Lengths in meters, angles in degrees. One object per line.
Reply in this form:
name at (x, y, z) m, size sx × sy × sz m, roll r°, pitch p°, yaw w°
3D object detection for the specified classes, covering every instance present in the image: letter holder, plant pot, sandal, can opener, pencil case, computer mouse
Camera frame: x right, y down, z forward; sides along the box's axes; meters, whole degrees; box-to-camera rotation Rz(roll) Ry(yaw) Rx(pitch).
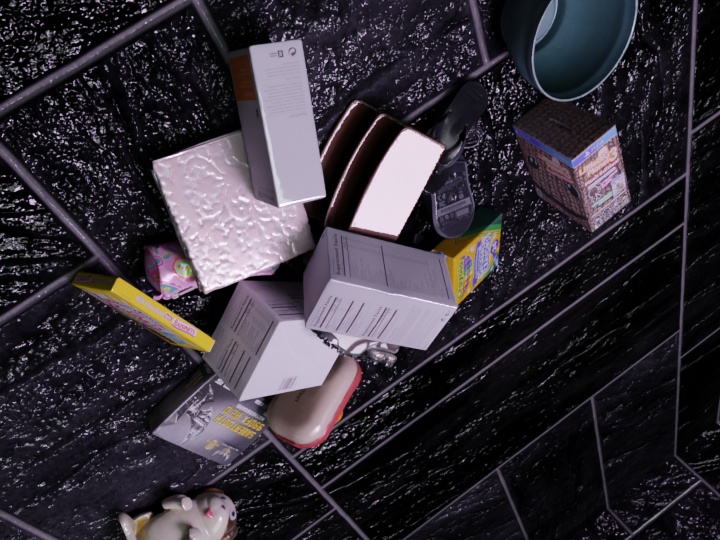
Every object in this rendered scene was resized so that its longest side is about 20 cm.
letter holder at (0.011, -0.141, 0.985) m, size 0.142 × 0.101 × 0.200 m, roll 20°, pitch 107°, yaw -28°
plant pot at (0.303, -0.382, 0.994) m, size 0.200 × 0.134 × 0.201 m, roll -18°, pitch 130°, yaw -22°
sandal at (0.144, -0.219, 1.042) m, size 0.076 × 0.043 × 0.200 m, roll 27°, pitch 91°, yaw -22°
can opener at (0.064, -0.040, 1.158) m, size 0.063 × 0.079 × 0.200 m, roll -22°, pitch 144°, yaw 37°
pencil case at (-0.220, -0.014, 0.955) m, size 0.200 × 0.087 × 0.088 m, roll -15°, pitch 130°, yaw -28°
computer mouse at (0.152, -0.155, 1.131) m, size 0.138 × 0.053 × 0.200 m, roll -19°, pitch 119°, yaw -19°

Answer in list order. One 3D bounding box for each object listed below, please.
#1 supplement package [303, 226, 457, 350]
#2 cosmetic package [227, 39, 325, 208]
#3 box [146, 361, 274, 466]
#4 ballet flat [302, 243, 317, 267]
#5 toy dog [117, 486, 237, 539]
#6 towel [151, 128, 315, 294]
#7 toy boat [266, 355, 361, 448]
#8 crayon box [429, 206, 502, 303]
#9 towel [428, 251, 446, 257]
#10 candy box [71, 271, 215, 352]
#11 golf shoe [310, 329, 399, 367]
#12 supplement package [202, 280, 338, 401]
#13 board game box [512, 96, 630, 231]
supplement package at (0.025, 0.029, 0.961) m, size 0.200 × 0.114 × 0.110 m, roll 13°, pitch 132°, yaw -19°
cosmetic package at (-0.110, -0.191, 0.842) m, size 0.071 × 0.101 × 0.200 m, roll -17°, pitch 109°, yaw -23°
box at (-0.258, 0.260, 1.166) m, size 0.158 × 0.048 × 0.200 m, roll -43°, pitch 135°, yaw 1°
ballet flat at (0.000, 0.000, 1.088) m, size 0.200 × 0.072 × 0.068 m, roll 9°, pitch 127°, yaw -19°
toy dog at (-0.337, 0.508, 1.243) m, size 0.200 × 0.140 × 0.194 m, roll -22°, pitch 145°, yaw -19°
towel at (-0.173, -0.090, 0.905) m, size 0.191 × 0.032 × 0.200 m, roll -25°, pitch 110°, yaw -25°
toy boat at (-0.072, 0.244, 1.197) m, size 0.200 × 0.130 × 0.131 m, roll -58°, pitch 142°, yaw -22°
crayon box at (0.193, -0.017, 1.209) m, size 0.200 × 0.052 × 0.126 m, roll -39°, pitch 140°, yaw -34°
towel at (0.058, 0.050, 1.104) m, size 0.145 × 0.024 × 0.200 m, roll 1°, pitch 122°, yaw -43°
candy box at (-0.315, 0.063, 0.943) m, size 0.200 × 0.102 × 0.026 m, roll 46°, pitch 57°, yaw -45°
golf shoe at (0.002, 0.091, 1.026) m, size 0.200 × 0.078 × 0.095 m, roll 21°, pitch 101°, yaw -53°
supplement package at (-0.128, 0.110, 1.061) m, size 0.200 × 0.111 × 0.156 m, roll 2°, pitch 122°, yaw -53°
board game box at (0.389, -0.196, 1.176) m, size 0.097 × 0.159 × 0.200 m, roll -39°, pitch 135°, yaw -2°
